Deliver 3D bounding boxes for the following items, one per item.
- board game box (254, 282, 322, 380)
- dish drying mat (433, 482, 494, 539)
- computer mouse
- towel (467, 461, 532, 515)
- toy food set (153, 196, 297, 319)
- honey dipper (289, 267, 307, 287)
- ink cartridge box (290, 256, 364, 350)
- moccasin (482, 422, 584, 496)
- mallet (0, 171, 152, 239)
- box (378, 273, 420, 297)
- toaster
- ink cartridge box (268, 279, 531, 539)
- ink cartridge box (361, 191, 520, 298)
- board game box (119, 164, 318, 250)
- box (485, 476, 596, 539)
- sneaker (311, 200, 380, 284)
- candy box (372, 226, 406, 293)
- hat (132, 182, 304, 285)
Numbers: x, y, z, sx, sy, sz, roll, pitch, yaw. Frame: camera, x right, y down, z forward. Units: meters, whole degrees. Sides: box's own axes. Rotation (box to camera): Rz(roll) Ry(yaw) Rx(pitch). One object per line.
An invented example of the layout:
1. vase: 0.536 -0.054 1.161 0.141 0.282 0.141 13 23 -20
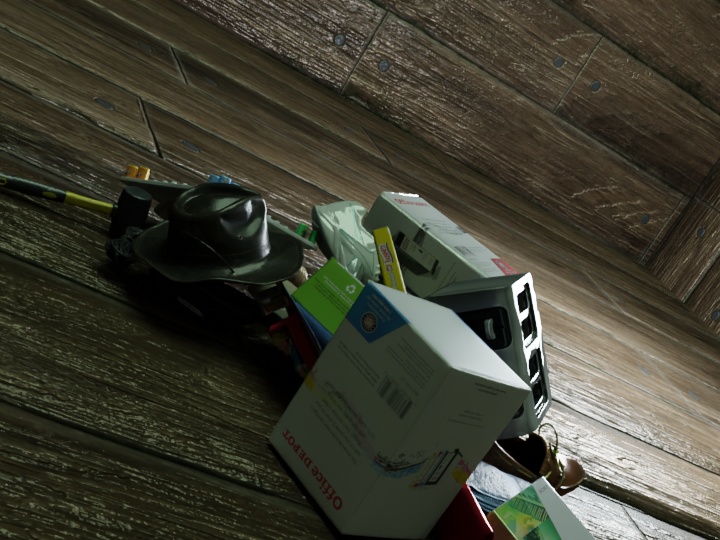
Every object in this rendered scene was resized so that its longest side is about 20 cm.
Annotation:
1. board game box: -0.073 0.096 1.281 0.200 0.039 0.159 55 -13 49
2. dish drying mat: 0.090 0.242 1.176 0.018 0.078 0.200 9 23 -20
3. computer mouse: -0.211 0.015 1.329 0.198 0.046 0.141 27 11 -8
4. towel: 0.161 0.265 1.296 0.198 0.049 0.112 26 16 -24
5. toy food set: -0.167 -0.008 1.424 0.199 0.061 0.143 36 -3 31
6. honey dipper: -0.115 -0.020 1.499 0.038 0.038 0.200 39 -5 21
7. ink cartridge box: 0.016 0.102 1.325 0.200 0.076 0.148 40 -19 25
8. moccasin: 0.217 0.238 1.412 0.200 0.078 0.074 24 36 -33
9. mallet: -0.345 -0.095 1.339 0.198 0.066 0.041 23 15 -31
10. box: 0.053 0.072 1.542 0.200 0.115 0.132 41 17 28
11. toaster: 0.155 0.104 1.361 0.117 0.184 0.200 -8 3 18
12. ink cartridge box: 0.037 0.145 1.123 0.144 0.201 0.147 19 20 -47
13. ink cartridge box: 0.107 -0.016 1.542 0.199 0.083 0.146 39 18 21
14. board game box: -0.181 -0.082 1.450 0.198 0.026 0.199 10 -13 40
15. box: 0.223 0.322 1.182 0.200 0.036 0.144 49 26 17
16. sneaker: 0.000 0.000 1.467 0.070 0.079 0.203 136 -63 -72
17. candy box: 0.046 0.040 1.365 0.201 0.026 0.103 -101 175 -58
18. hat: -0.160 -0.054 1.274 0.197 0.082 0.201 6 23 -3
